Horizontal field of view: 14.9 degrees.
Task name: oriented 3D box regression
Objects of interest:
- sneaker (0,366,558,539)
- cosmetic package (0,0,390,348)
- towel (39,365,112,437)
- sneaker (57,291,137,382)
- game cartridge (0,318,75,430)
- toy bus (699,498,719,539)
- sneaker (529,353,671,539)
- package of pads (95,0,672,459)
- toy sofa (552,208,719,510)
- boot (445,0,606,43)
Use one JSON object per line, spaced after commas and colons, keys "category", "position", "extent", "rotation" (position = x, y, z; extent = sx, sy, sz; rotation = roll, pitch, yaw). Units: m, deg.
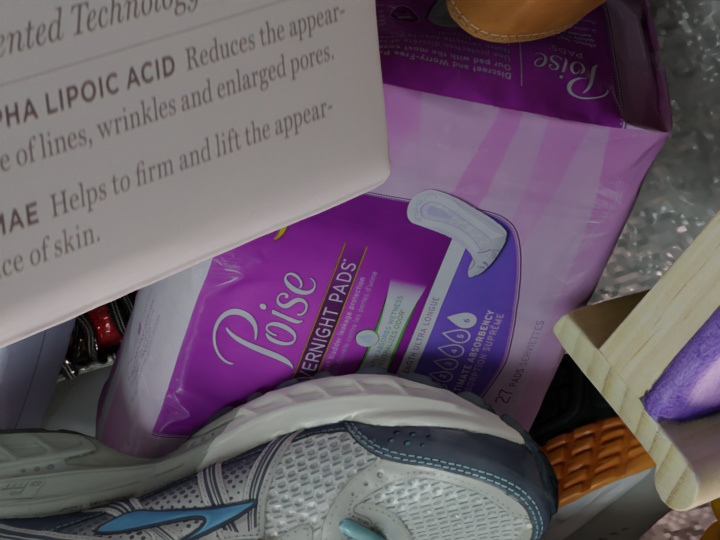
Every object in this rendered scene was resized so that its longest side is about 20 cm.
{"category": "sneaker", "position": [-0.040, 0.090, 0.768], "extent": [0.199, 0.087, 0.078], "rotation": [-11, 133, 12]}
{"category": "cosmetic package", "position": [-0.110, -0.101, 0.614], "extent": [0.164, 0.165, 0.201], "rotation": [4, 107, 35]}
{"category": "towel", "position": [-0.164, 0.055, 0.937], "extent": [0.199, 0.149, 0.031], "rotation": [18, 135, 16]}
{"category": "sneaker", "position": [-0.086, 0.010, 0.903], "extent": [0.199, 0.082, 0.078], "rotation": [2, 126, 22]}
{"category": "game cartridge", "position": [-0.143, -0.015, 0.844], "extent": [0.133, 0.040, 0.201], "rotation": [29, 119, 24]}
{"category": "toy bus", "position": [0.175, 0.061, 0.815], "extent": [0.199, 0.065, 0.078], "rotation": [-27, 110, 40]}
{"category": "sneaker", "position": [0.058, 0.098, 0.915], "extent": [0.092, 0.076, 0.200], "rotation": [35, 140, -17]}
{"category": "package of pads", "position": [0.000, 0.000, 0.793], "extent": [0.120, 0.076, 0.201], "rotation": [9, 133, -13]}
{"category": "toy sofa", "position": [0.150, -0.017, 0.713], "extent": [0.098, 0.083, 0.200], "rotation": [52, 127, 20]}
{"category": "boot", "position": [0.066, -0.111, 0.648], "extent": [0.155, 0.200, 0.077], "rotation": [-38, 91, 34]}
